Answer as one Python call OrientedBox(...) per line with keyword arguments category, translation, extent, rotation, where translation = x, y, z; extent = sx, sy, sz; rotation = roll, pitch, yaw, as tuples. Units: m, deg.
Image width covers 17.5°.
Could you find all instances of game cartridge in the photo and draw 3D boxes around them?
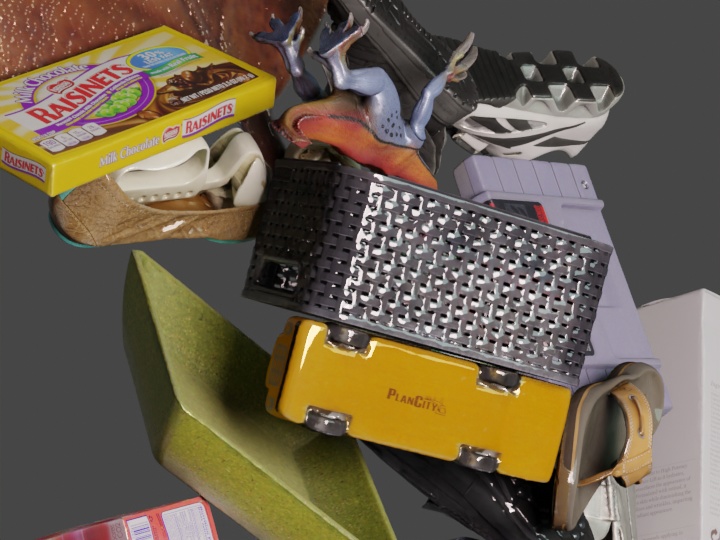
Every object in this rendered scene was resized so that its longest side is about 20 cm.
OrientedBox(category="game cartridge", translation=(0.144, 0.013, 1.664), extent=(0.129, 0.038, 0.201), rotation=(5, 60, -47))

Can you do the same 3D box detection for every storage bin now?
OrientedBox(category="storage bin", translation=(0.041, 0.000, 1.466), extent=(0.199, 0.135, 0.095), rotation=(17, 88, -25))

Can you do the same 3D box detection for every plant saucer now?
OrientedBox(category="plant saucer", translation=(-0.070, 0.100, 1.418), extent=(0.199, 0.048, 0.200), rotation=(41, 12, -28))

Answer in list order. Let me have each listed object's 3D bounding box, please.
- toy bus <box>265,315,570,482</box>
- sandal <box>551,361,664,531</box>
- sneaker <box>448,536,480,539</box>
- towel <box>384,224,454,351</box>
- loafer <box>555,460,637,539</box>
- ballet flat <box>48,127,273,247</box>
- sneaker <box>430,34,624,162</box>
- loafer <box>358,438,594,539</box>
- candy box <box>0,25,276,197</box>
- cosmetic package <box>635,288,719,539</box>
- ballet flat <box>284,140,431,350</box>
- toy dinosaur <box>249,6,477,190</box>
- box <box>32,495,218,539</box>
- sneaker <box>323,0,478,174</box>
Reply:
OrientedBox(category="toy bus", translation=(0.033, 0.079, 1.448), extent=(0.199, 0.078, 0.066), rotation=(15, 90, -24))
OrientedBox(category="sandal", translation=(0.174, 0.114, 1.544), extent=(0.200, 0.054, 0.082), rotation=(-25, 121, -62))
OrientedBox(category="sneaker", translation=(0.088, 0.274, 1.540), extent=(0.146, 0.077, 0.204), rotation=(22, 52, -51))
OrientedBox(category="towel", translation=(0.090, 0.024, 1.678), extent=(0.199, 0.031, 0.150), rotation=(-16, 91, -48))
OrientedBox(category="loafer", translation=(0.160, 0.177, 1.656), extent=(0.070, 0.069, 0.202), rotation=(-15, 89, -60))
OrientedBox(category="ballet flat", translation=(-0.106, -0.057, 1.468), extent=(0.199, 0.072, 0.068), rotation=(-4, 50, -43))
OrientedBox(category="sneaker", translation=(0.087, -0.113, 1.687), extent=(0.198, 0.089, 0.074), rotation=(7, 43, -19))
OrientedBox(category="loafer", translation=(0.071, 0.136, 1.547), extent=(0.200, 0.070, 0.068), rotation=(42, 40, -3))
OrientedBox(category="candy box", translation=(-0.153, -0.101, 1.429), extent=(0.199, 0.102, 0.027), rotation=(-27, 132, -46))
OrientedBox(category="cosmetic package", translation=(0.238, 0.126, 1.733), extent=(0.074, 0.101, 0.202), rotation=(23, 62, -38))
OrientedBox(category="ballet flat", translation=(0.000, 0.000, 1.561), extent=(0.069, 0.069, 0.201), rotation=(-23, 89, -46))
OrientedBox(category="toy dinosaur", translation=(-0.005, -0.086, 1.494), extent=(0.182, 0.104, 0.201), rotation=(61, 42, -37))
OrientedBox(category="box", translation=(-0.123, 0.239, 1.324), extent=(0.102, 0.094, 0.202), rotation=(-7, 81, -65))
OrientedBox(category="sneaker", translation=(0.003, -0.135, 1.588), extent=(0.200, 0.104, 0.060), rotation=(48, 34, -18))
